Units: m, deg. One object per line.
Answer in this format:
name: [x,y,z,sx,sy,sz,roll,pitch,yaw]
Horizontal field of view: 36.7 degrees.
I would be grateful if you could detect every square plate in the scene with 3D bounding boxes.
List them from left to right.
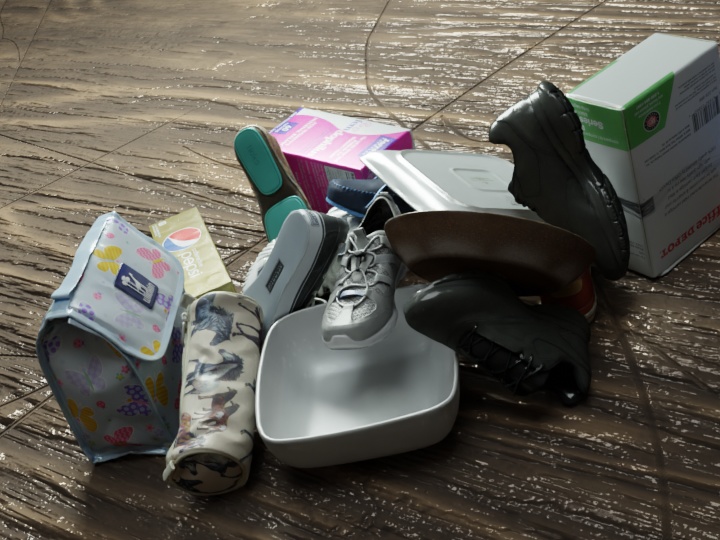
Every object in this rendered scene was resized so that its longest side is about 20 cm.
square plate: [0.127,-0.084,1.144,0.198,0.029,0.198,0,27,-31]

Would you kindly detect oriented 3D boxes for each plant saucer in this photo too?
plant saucer: [0.117,-0.010,1.006,0.198,0.200,0.037,2,75,27]

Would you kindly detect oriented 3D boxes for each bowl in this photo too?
bowl: [0.003,0.109,1.048,0.197,0.075,0.201,-12,35,8]

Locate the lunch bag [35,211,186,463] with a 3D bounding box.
lunch bag: [-0.241,0.066,1.109,0.126,0.202,0.170,-9,34,13]

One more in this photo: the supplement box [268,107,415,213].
supplement box: [-0.028,-0.126,1.372,0.199,0.104,0.101,18,47,39]

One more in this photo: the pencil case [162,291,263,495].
pencil case: [-0.143,0.118,1.056,0.088,0.078,0.202,11,51,-13]

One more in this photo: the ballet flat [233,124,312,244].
ballet flat: [-0.091,-0.084,1.318,0.067,0.202,0.067,-22,-8,14]

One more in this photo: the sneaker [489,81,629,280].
sneaker: [0.195,-0.077,1.052,0.090,0.202,0.076,-27,3,20]

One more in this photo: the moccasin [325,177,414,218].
moccasin: [0.057,-0.093,1.243,0.198,0.069,0.081,4,24,-24]

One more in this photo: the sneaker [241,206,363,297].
sneaker: [-0.029,0.000,1.212,0.198,0.080,0.129,-31,30,-29]

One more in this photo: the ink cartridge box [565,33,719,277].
ink cartridge box: [0.303,-0.118,1.118,0.145,0.202,0.084,-34,34,-23]

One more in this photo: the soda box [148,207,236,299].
soda box: [-0.196,0.003,1.299,0.067,0.065,0.200,-23,35,-8]

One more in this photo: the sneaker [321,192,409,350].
sneaker: [0.000,0.000,1.066,0.074,0.083,0.201,-5,35,19]

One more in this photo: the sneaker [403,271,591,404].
sneaker: [0.132,0.064,0.982,0.198,0.076,0.091,15,46,-20]

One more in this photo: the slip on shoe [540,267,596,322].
slip on shoe: [0.206,-0.019,1.147,0.073,0.062,0.201,-14,33,9]

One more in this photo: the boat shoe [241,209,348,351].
boat shoe: [-0.074,0.020,1.150,0.068,0.201,0.074,5,33,-37]
